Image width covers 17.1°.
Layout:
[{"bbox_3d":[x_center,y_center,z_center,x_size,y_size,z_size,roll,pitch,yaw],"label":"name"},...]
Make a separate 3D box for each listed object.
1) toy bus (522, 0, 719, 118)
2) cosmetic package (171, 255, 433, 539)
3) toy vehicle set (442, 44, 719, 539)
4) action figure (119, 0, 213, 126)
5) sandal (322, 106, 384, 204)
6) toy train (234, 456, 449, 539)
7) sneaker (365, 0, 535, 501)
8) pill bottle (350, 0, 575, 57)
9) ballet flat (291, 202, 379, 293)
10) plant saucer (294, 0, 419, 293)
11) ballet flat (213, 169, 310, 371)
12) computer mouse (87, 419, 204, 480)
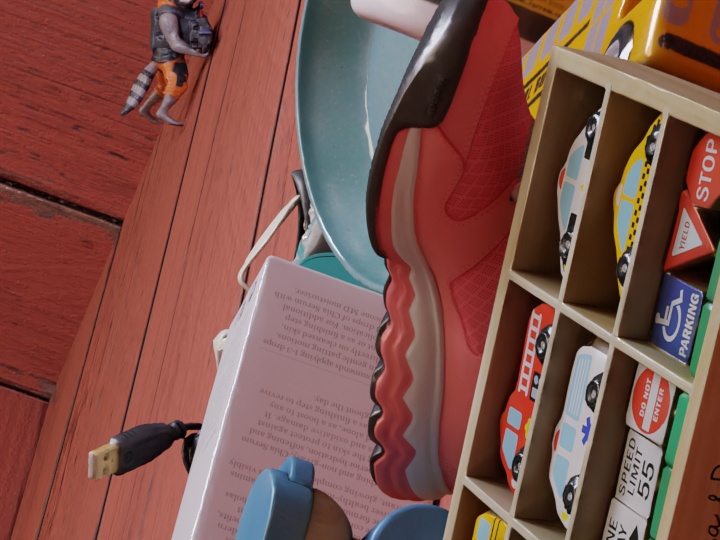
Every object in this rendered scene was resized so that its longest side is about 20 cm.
[{"bbox_3d":[0.095,-0.056,0.803,0.200,0.065,0.079,134,156,-69],"label":"toy bus"},{"bbox_3d":[-0.025,0.105,1.049,0.071,0.101,0.201,122,166,-55],"label":"cosmetic package"},{"bbox_3d":[0.069,0.048,0.662,0.124,0.026,0.201,-146,66,-65],"label":"toy vehicle set"},{"bbox_3d":[-0.249,-0.290,3.163,0.200,0.104,0.194,-160,81,-83],"label":"action figure"},{"bbox_3d":[0.035,-0.127,1.251,0.070,0.077,0.212,114,177,-59],"label":"sandal"},{"bbox_3d":[-0.004,0.126,0.831,0.200,0.115,0.085,129,160,-62],"label":"toy train"},{"bbox_3d":[0.052,-0.004,0.766,0.074,0.086,0.201,-67,-18,-47],"label":"sneaker"},{"bbox_3d":[0.080,-0.181,0.991,0.114,0.114,0.201,-137,67,-80],"label":"pill bottle"},{"bbox_3d":[0.000,0.000,1.283,0.072,0.072,0.201,124,165,-56],"label":"ballet flat"},{"bbox_3d":[0.029,-0.089,1.148,0.200,0.036,0.201,4,94,60],"label":"plant saucer"},{"bbox_3d":[-0.047,0.031,1.426,0.068,0.068,0.201,171,118,-79],"label":"ballet flat"},{"bbox_3d":[-0.093,0.145,1.067,0.200,0.141,0.046,-27,1,-41],"label":"computer mouse"}]
